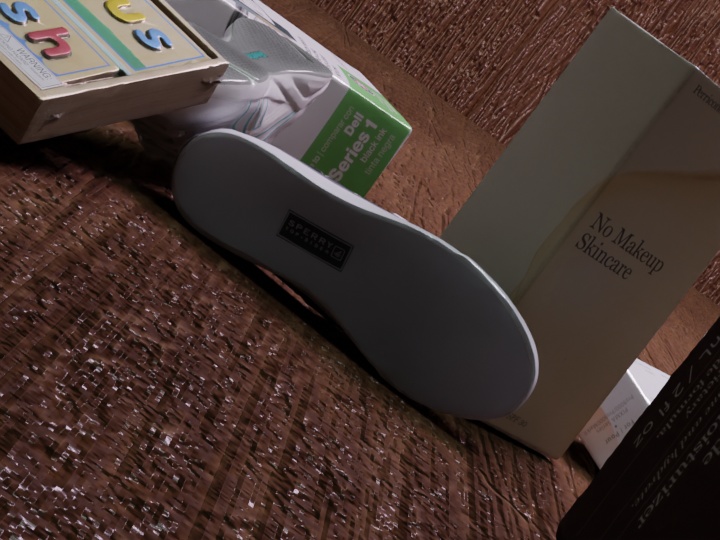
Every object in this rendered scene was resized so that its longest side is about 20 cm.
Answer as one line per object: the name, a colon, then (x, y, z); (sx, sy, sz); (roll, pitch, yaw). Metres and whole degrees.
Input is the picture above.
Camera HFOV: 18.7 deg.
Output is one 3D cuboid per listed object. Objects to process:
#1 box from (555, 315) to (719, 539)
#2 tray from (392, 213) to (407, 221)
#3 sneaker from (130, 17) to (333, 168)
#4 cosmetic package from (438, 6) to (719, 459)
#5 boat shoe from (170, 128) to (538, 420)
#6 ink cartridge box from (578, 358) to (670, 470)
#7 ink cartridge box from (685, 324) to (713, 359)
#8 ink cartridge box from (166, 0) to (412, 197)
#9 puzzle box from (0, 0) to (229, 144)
box: (0.201, 0.117, 0.843); (0.164, 0.166, 0.200); (36, 7, -12)
tray: (0.084, 0.033, 1.330); (0.107, 0.022, 0.200); (31, 10, -29)
sneaker: (-0.079, -0.079, 1.074); (0.070, 0.080, 0.200); (38, 15, 18)
cosmetic package: (0.111, -0.016, 1.087); (0.103, 0.200, 0.073); (28, 12, -43)
boat shoe: (0.000, 0.000, 1.031); (0.199, 0.070, 0.066); (30, 9, 9)
ink cartridge box: (0.200, 0.145, 1.190); (0.162, 0.050, 0.201); (25, 32, -56)
ink cartridge box: (0.300, 0.135, 1.448); (0.146, 0.083, 0.200); (33, 8, -29)
ink cartridge box: (-0.085, -0.120, 1.248); (0.200, 0.084, 0.146); (34, 8, -22)
puzzle box: (-0.164, -0.136, 0.949); (0.200, 0.025, 0.133); (44, 30, 16)
